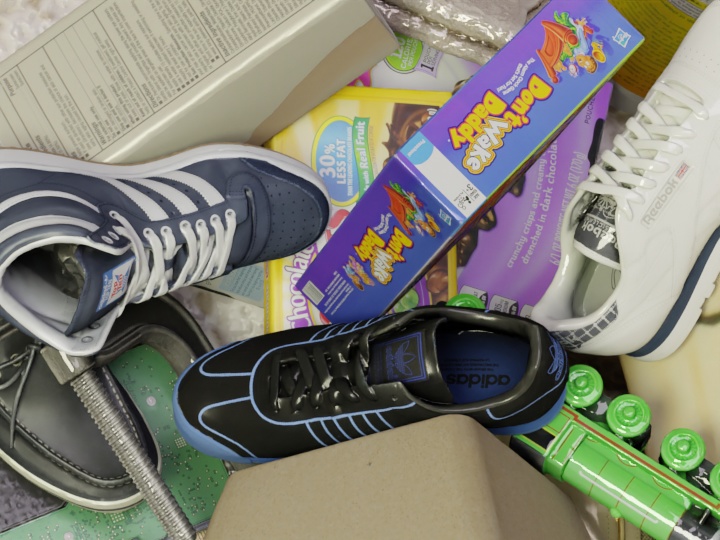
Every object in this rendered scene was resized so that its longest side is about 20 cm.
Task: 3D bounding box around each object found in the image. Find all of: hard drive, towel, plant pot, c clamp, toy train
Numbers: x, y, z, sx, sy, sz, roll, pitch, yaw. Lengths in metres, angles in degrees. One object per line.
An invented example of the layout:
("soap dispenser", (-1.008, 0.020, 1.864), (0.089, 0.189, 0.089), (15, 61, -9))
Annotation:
("hard drive", (-0.157, 0.071, 1.361), (0.139, 0.038, 0.201), (-22, 75, -20))
("towel", (0.016, -0.170, 1.443), (0.199, 0.035, 0.133), (22, 23, 6))
("plant pot", (0.026, 0.185, 1.247), (0.199, 0.200, 0.178), (-16, 58, 24))
("c clamp", (-0.103, 0.087, 1.294), (0.200, 0.027, 0.171), (55, 29, -7))
("toy train", (0.109, 0.081, 1.296), (0.200, 0.042, 0.056), (32, 72, 17))

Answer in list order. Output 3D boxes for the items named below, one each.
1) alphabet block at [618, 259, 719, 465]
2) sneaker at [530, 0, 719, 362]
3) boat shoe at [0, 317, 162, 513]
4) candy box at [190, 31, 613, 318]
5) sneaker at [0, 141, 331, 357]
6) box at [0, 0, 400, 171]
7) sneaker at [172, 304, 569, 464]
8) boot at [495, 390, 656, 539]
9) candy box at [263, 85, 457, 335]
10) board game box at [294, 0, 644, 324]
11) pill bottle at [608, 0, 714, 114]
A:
("alphabet block", (0.261, 0.022, 1.367), (0.196, 0.195, 0.201), (3, 67, -43))
("sneaker", (0.152, -0.047, 1.289), (0.080, 0.076, 0.201), (10, 106, -39))
("boat shoe", (-0.173, 0.039, 1.316), (0.074, 0.062, 0.200), (-35, 82, -25))
("candy box", (0.022, -0.048, 1.430), (0.199, 0.072, 0.169), (17, 68, -7))
("sneaker", (-0.099, -0.010, 1.260), (0.199, 0.070, 0.109), (0, 28, -20))
("box", (-0.091, -0.105, 1.340), (0.200, 0.078, 0.095), (-34, 64, 6))
("sneaker", (0.002, 0.050, 1.259), (0.199, 0.078, 0.071), (-6, 70, 5))
("boot", (0.092, 0.148, 1.372), (0.155, 0.073, 0.201), (11, 66, -10))
("candy box", (0.000, 0.000, 1.355), (0.102, 0.026, 0.201), (2, 72, -10))
("board game box", (0.049, -0.049, 1.261), (0.045, 0.200, 0.134), (44, 68, 2))
("pill bottle", (0.185, -0.161, 1.442), (0.109, 0.200, 0.110), (5, 69, -12))
